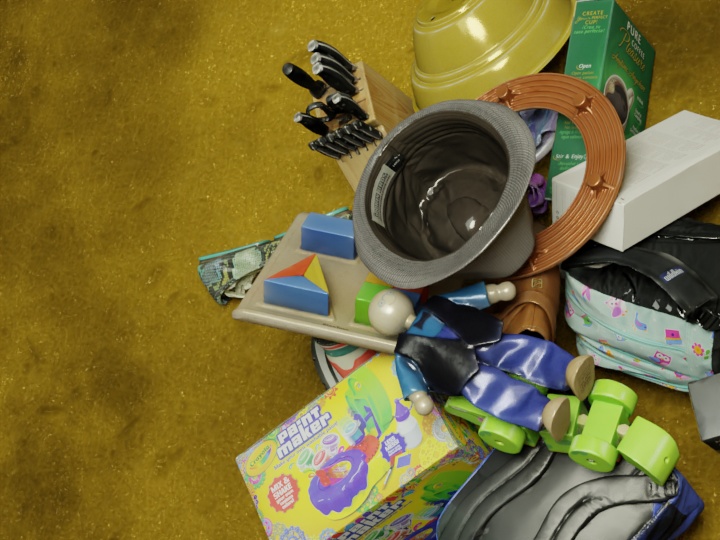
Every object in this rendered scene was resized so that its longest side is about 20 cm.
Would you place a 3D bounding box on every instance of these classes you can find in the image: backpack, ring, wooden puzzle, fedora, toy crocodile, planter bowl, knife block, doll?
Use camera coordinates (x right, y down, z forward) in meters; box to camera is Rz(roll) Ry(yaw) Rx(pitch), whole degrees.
[{"bbox_3d":[0.181,0.225,1.207,0.200,0.168,0.163,-46,51,0],"label":"backpack"},{"bbox_3d":[0.138,-0.087,1.227,0.198,0.019,0.203,-16,60,29],"label":"ring"},{"bbox_3d":[0.272,0.026,1.235,0.198,0.167,0.128,14,125,33],"label":"backpack"},{"bbox_3d":[0.000,0.000,1.274,0.183,0.200,0.047,11,123,14],"label":"wooden puzzle"},{"bbox_3d":[0.085,-0.050,1.173,0.178,0.090,0.199,-55,40,-3],"label":"fedora"},{"bbox_3d":[0.162,0.124,1.135,0.198,0.062,0.068,10,62,29],"label":"toy crocodile"},{"bbox_3d":[0.115,-0.249,1.411,0.199,0.084,0.201,-30,28,18],"label":"planter bowl"},{"bbox_3d":[-0.007,-0.172,1.415,0.063,0.177,0.201,-21,23,22],"label":"knife block"},{"bbox_3d":[0.091,0.063,1.136,0.198,0.049,0.137,22,68,30],"label":"doll"}]

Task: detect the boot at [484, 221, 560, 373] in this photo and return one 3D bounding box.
[{"bbox_3d":[0.143,0.075,1.261,0.076,0.202,0.156,13,38,-3],"label":"boot"}]

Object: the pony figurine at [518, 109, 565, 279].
[{"bbox_3d":[0.130,-0.089,1.377,0.201,0.166,0.192,-57,36,-6],"label":"pony figurine"}]

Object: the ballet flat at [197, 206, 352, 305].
[{"bbox_3d":[-0.085,-0.010,1.523,0.198,0.074,0.075,-18,65,27],"label":"ballet flat"}]

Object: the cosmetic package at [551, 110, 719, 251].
[{"bbox_3d":[0.266,-0.083,1.258,0.082,0.199,0.051,23,128,43],"label":"cosmetic package"}]

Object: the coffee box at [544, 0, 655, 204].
[{"bbox_3d":[0.232,-0.144,1.338,0.044,0.123,0.203,2,76,34],"label":"coffee box"}]

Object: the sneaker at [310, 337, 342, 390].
[{"bbox_3d":[0.012,0.059,1.414,0.115,0.076,0.202,-33,47,17],"label":"sneaker"}]

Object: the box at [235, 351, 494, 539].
[{"bbox_3d":[0.027,0.186,1.303,0.199,0.192,0.123,-37,59,15],"label":"box"}]

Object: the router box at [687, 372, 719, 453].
[{"bbox_3d":[0.386,0.104,1.138,0.198,0.157,0.053,-20,64,24],"label":"router box"}]

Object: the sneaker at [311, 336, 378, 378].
[{"bbox_3d":[0.007,0.042,1.362,0.070,0.094,0.201,-17,28,21],"label":"sneaker"}]
